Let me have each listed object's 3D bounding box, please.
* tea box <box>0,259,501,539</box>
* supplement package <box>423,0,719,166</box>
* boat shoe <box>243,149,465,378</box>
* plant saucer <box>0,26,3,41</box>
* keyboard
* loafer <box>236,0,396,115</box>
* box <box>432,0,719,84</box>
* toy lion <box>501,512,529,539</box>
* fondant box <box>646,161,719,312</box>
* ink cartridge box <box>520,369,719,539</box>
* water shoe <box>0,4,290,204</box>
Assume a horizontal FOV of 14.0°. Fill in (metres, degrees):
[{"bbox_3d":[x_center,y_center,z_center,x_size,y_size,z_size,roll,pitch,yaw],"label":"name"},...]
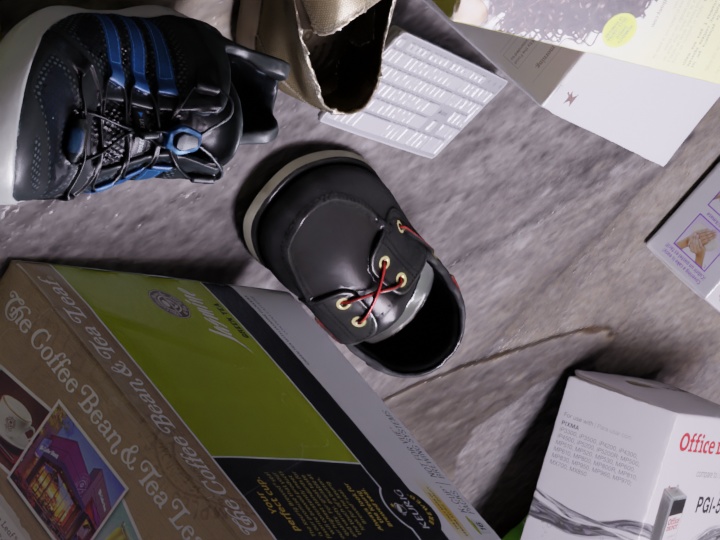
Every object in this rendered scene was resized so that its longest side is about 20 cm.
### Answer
[{"bbox_3d":[-0.074,0.112,1.342,0.196,0.200,0.134,10,122,-50],"label":"tea box"},{"bbox_3d":[0.141,-0.170,1.380,0.200,0.111,0.156,-51,154,11],"label":"supplement package"},{"bbox_3d":[0.002,-0.002,1.474,0.074,0.063,0.201,-43,153,0],"label":"boat shoe"},{"bbox_3d":[-0.208,-0.045,1.108,0.200,0.048,0.200,-37,153,-17],"label":"plant saucer"},{"bbox_3d":[0.027,-0.083,1.407,0.056,0.011,0.200,-51,165,8],"label":"keyboard"},{"bbox_3d":[-0.007,-0.144,1.244,0.076,0.067,0.200,-33,152,-25],"label":"loafer"},{"bbox_3d":[0.121,-0.129,1.259,0.199,0.050,0.076,8,117,-34],"label":"box"},{"bbox_3d":[0.084,0.237,1.952,0.191,0.069,0.201,-25,149,-51],"label":"toy lion"},{"bbox_3d":[0.280,-0.057,1.815,0.200,0.058,0.144,-49,154,5],"label":"fondant box"},{"bbox_3d":[0.168,0.174,1.868,0.147,0.083,0.201,9,99,-60],"label":"ink cartridge box"},{"bbox_3d":[-0.087,-0.068,1.166,0.200,0.079,0.072,-39,141,-65],"label":"water shoe"}]
